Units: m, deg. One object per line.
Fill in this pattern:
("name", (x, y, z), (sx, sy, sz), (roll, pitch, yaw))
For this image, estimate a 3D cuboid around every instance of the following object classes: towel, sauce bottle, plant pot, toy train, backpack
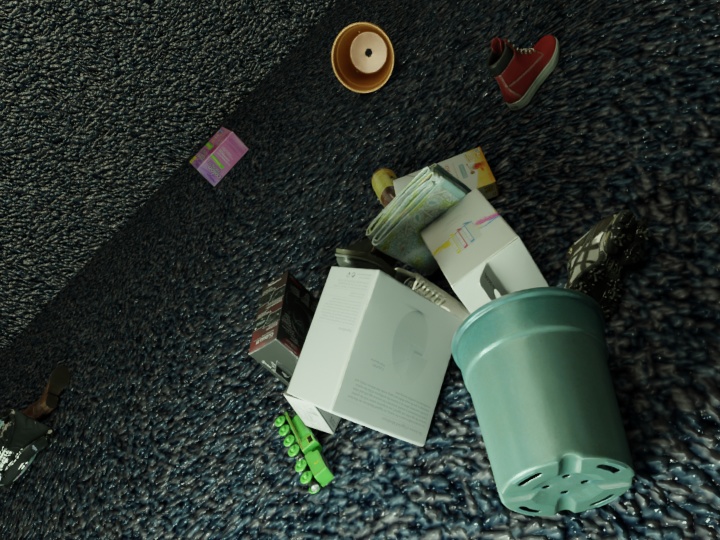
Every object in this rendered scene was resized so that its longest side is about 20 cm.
("towel", (0.122, -0.085, 1.074), (0.171, 0.198, 0.049), (-45, 50, 20))
("sauce bottle", (0.074, -0.165, 1.375), (0.066, 0.066, 0.201), (-38, 34, 10))
("plant pot", (0.017, -0.670, 1.920), (0.198, 0.202, 0.141), (-30, 16, 22))
("toy train", (-0.098, 0.304, 1.064), (0.056, 0.042, 0.200), (-37, 31, -5))
("plant pot", (0.216, 0.161, 0.722), (0.197, 0.200, 0.199), (-28, 42, 25))
("backpack", (-1.031, 0.533, 1.821), (0.126, 0.165, 0.203), (-31, 31, 57))

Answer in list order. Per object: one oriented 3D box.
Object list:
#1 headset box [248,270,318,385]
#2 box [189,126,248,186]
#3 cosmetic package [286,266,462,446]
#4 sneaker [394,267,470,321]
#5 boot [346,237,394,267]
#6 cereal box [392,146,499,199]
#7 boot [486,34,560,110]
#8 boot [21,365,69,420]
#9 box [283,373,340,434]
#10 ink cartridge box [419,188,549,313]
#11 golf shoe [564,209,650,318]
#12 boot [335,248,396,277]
("headset box", (-0.132, 0.129, 1.199), (0.076, 0.149, 0.203), (-27, 36, 26))
("box", (-0.560, -0.453, 2.425), (0.201, 0.097, 0.176), (-48, 31, -3))
("cosmetic package", (0.025, 0.128, 0.923), (0.121, 0.197, 0.205), (3, 69, 51))
("sneaker", (0.117, 0.056, 1.052), (0.077, 0.081, 0.199), (-47, 33, -7))
("boot", (0.000, 0.000, 1.275), (0.137, 0.078, 0.201), (-23, 25, 39))
("cereal box", (0.167, -0.167, 1.241), (0.195, 0.040, 0.146), (-20, 38, 9))
("boot", (0.347, -0.468, 1.319), (0.072, 0.144, 0.202), (8, 57, 54))
("boot", (-1.069, 0.434, 2.056), (0.199, 0.064, 0.188), (-37, 30, 23))
("box", (-0.048, 0.163, 1.077), (0.059, 0.118, 0.203), (9, 57, 27))
("ink cartridge box", (0.200, -0.010, 0.982), (0.124, 0.129, 0.201), (-37, 32, 10))
("golf shoe", (0.329, 0.006, 0.880), (0.201, 0.078, 0.094), (-50, 14, -11))
("boot", (-0.003, 0.079, 1.023), (0.071, 0.181, 0.205), (11, 80, 36))
